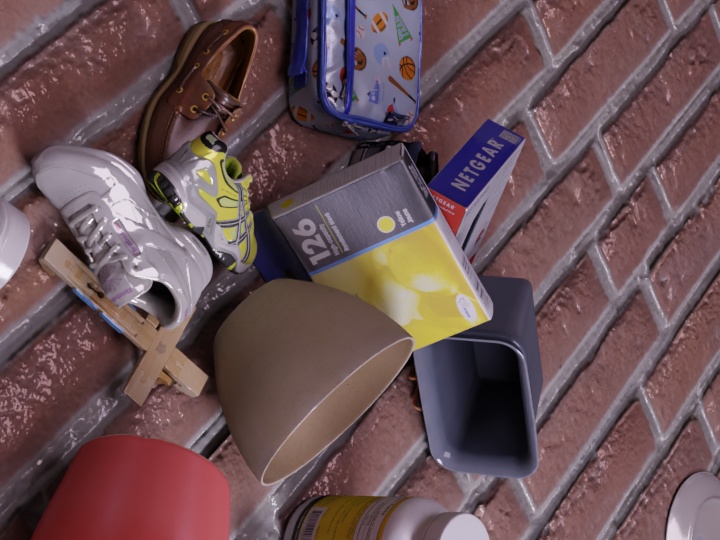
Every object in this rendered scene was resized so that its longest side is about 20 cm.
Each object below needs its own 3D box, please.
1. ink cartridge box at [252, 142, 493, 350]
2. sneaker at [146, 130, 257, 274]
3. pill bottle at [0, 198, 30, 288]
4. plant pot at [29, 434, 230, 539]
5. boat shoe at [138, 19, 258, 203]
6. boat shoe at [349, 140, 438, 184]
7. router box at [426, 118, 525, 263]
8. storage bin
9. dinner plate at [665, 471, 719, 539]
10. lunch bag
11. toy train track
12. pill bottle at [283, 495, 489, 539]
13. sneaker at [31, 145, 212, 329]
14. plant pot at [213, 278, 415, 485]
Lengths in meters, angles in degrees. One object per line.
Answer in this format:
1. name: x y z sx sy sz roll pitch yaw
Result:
1. ink cartridge box: 0.000 0.000 1.633 0.199 0.198 0.047 58 18 -25
2. sneaker: -0.126 -0.059 1.536 0.076 0.075 0.200 -44 158 -4
3. pill bottle: -0.360 -0.057 1.297 0.199 0.110 0.112 36 60 -40
4. plant pot: -0.196 0.251 1.402 0.200 0.199 0.179 43 45 -36
5. boat shoe: -0.152 -0.158 1.575 0.072 0.067 0.202 40 58 -38
6. boat shoe: 0.025 -0.047 1.743 0.074 0.092 0.203 24 68 -44
7. router box: 0.093 -0.042 1.742 0.200 0.048 0.181 -48 163 -55
8. storage bin: 0.134 0.107 1.818 0.135 0.144 0.202 -65 151 -47
9. dinner plate: 0.476 0.377 2.254 0.199 0.024 0.203 8 79 -47
10. lunch bag: -0.007 -0.236 1.743 0.159 0.075 0.203 10 77 -45
11. toy train track: -0.219 0.047 1.506 0.200 0.032 0.115 46 54 -26
12. pill bottle: 0.027 0.280 1.628 0.112 0.198 0.114 6 82 -47
13. sneaker: -0.213 -0.030 1.458 0.200 0.075 0.100 42 39 -21
14. plant pot: -0.064 0.088 1.582 0.135 0.201 0.200 46 42 14
